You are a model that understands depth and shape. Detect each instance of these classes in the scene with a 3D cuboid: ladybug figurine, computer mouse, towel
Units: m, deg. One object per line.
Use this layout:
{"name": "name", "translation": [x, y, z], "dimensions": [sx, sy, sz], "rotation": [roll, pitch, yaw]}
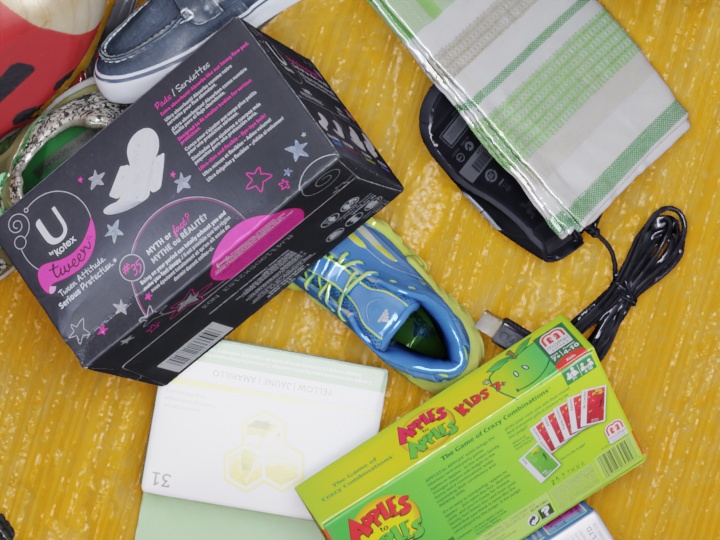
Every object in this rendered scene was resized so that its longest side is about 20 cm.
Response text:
{"name": "ladybug figurine", "translation": [-0.226, -0.137, 1.679], "dimensions": [0.200, 0.135, 0.072], "rotation": [-44, 54, 35]}
{"name": "computer mouse", "translation": [0.098, -0.027, 1.762], "dimensions": [0.200, 0.046, 0.141], "rotation": [36, 80, -13]}
{"name": "towel", "translation": [0.106, -0.131, 1.739], "dimensions": [0.200, 0.031, 0.149], "rotation": [49, 51, -1]}

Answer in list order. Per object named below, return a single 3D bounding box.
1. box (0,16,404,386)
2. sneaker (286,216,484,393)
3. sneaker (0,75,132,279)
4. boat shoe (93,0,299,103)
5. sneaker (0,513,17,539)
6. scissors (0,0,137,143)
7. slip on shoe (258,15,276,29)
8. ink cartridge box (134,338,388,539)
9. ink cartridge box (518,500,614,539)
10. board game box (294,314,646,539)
{"name": "box", "translation": [-0.097, -0.039, 1.667], "dimensions": [0.200, 0.132, 0.115], "rotation": [-38, 73, 10]}
{"name": "sneaker", "translation": [0.000, 0.000, 1.728], "dimensions": [0.200, 0.105, 0.076], "rotation": [38, 89, -4]}
{"name": "sneaker", "translation": [-0.215, -0.050, 1.711], "dimensions": [0.200, 0.089, 0.077], "rotation": [-40, 93, 13]}
{"name": "boat shoe", "translation": [-0.091, -0.187, 1.660], "dimensions": [0.200, 0.071, 0.091], "rotation": [-33, 126, 4]}
{"name": "sneaker", "translation": [-0.265, 0.178, 1.744], "dimensions": [0.085, 0.077, 0.201], "rotation": [-30, 86, 9]}
{"name": "scissors", "translation": [-0.160, -0.120, 1.744], "dimensions": [0.073, 0.014, 0.200], "rotation": [38, 101, 3]}
{"name": "slip on shoe", "translation": [-0.057, -0.197, 1.740], "dimensions": [0.200, 0.074, 0.061], "rotation": [-40, 90, 3]}
{"name": "ink cartridge box", "translation": [-0.070, 0.148, 1.758], "dimensions": [0.145, 0.048, 0.201], "rotation": [10, 88, -4]}
{"name": "ink cartridge box", "translation": [0.094, 0.253, 1.752], "dimensions": [0.199, 0.076, 0.137], "rotation": [-33, 95, -3]}
{"name": "board game box", "translation": [0.070, 0.126, 1.724], "dimensions": [0.199, 0.048, 0.102], "rotation": [-33, 125, -6]}
